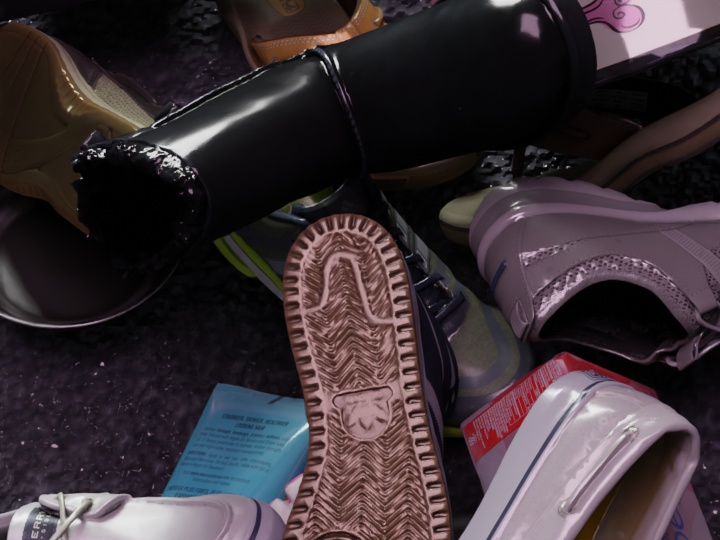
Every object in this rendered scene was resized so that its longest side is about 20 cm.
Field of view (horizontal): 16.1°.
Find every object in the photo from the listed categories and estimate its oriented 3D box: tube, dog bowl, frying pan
[{"bbox_3d":[-0.078,0.136,1.126,0.077,0.050,0.200,9,60,34],"label":"tube"},{"bbox_3d":[0.118,-0.133,1.135,0.200,0.200,0.074,-20,97,1],"label":"dog bowl"},{"bbox_3d":[-0.117,-0.038,1.241,0.115,0.031,0.190,29,57,23],"label":"frying pan"}]

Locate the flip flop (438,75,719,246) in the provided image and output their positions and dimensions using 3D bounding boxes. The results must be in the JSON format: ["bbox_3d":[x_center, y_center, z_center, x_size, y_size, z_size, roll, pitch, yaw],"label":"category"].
[{"bbox_3d":[0.115,-0.065,1.139,0.081,0.200,0.058,-32,93,-49],"label":"flip flop"}]

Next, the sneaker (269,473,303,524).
[{"bbox_3d":[-0.029,0.178,1.074,0.087,0.074,0.200,18,61,27],"label":"sneaker"}]

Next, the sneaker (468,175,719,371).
[{"bbox_3d":[0.146,0.015,1.103,0.199,0.075,0.082,3,46,-10],"label":"sneaker"}]

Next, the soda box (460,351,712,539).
[{"bbox_3d":[0.110,0.133,1.048,0.063,0.070,0.200,-40,47,27],"label":"soda box"}]

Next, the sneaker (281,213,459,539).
[{"bbox_3d":[0.007,0.086,1.065,0.070,0.109,0.201,-5,75,8],"label":"sneaker"}]

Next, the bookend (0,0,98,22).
[{"bbox_3d":[-0.101,-0.234,1.272,0.198,0.092,0.200,-12,40,9],"label":"bookend"}]

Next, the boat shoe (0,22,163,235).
[{"bbox_3d":[-0.124,-0.058,1.203,0.201,0.066,0.072,36,104,50],"label":"boat shoe"}]

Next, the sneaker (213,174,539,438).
[{"bbox_3d":[0.000,0.000,1.157,0.200,0.081,0.074,38,70,20],"label":"sneaker"}]

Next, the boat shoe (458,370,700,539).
[{"bbox_3d":[0.077,0.141,0.979,0.086,0.075,0.202,20,77,46],"label":"boat shoe"}]

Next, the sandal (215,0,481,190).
[{"bbox_3d":[-0.016,-0.112,1.242,0.080,0.054,0.200,-26,56,-14],"label":"sandal"}]

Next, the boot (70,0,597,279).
[{"bbox_3d":[-0.018,-0.058,1.042,0.162,0.198,0.074,-25,99,-32],"label":"boot"}]

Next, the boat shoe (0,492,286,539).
[{"bbox_3d":[-0.126,0.129,1.081,0.200,0.067,0.074,-22,34,28],"label":"boat shoe"}]
